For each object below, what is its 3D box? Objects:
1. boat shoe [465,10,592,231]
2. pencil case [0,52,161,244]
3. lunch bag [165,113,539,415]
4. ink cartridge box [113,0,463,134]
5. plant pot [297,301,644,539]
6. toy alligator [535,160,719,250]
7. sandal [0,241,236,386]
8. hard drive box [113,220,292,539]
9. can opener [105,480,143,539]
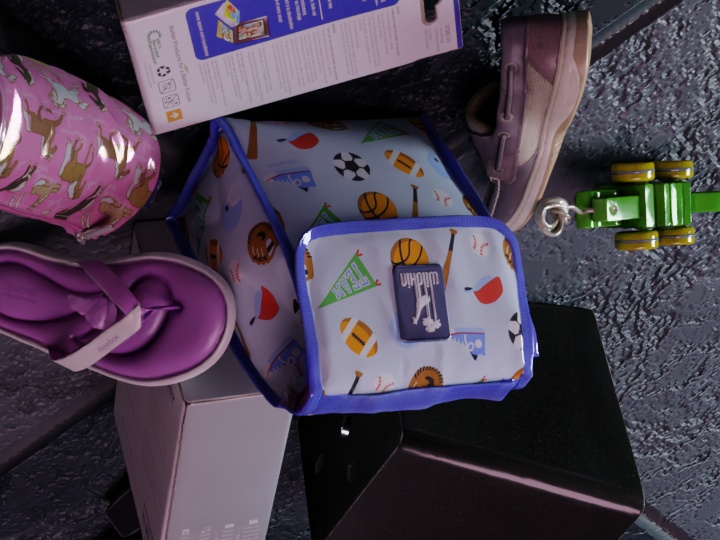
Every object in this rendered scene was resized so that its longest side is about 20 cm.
[{"bbox_3d":[0.100,-0.099,1.225,0.064,0.072,0.200,12,149,-2],"label":"boat shoe"},{"bbox_3d":[-0.186,-0.070,1.058,0.083,0.087,0.200,-41,162,11],"label":"pencil case"},{"bbox_3d":[0.000,0.000,1.170,0.169,0.200,0.124,-3,139,-31],"label":"lunch bag"},{"bbox_3d":[-0.040,-0.148,1.127,0.199,0.037,0.095,-15,140,-4],"label":"ink cartridge box"},{"bbox_3d":[0.065,0.136,1.390,0.177,0.200,0.200,18,128,-25],"label":"plant pot"},{"bbox_3d":[0.176,-0.044,1.315,0.199,0.060,0.054,-6,-175,-40],"label":"toy alligator"},{"bbox_3d":[-0.168,0.028,1.166,0.202,0.083,0.050,5,-175,30],"label":"sandal"},{"bbox_3d":[-0.109,0.088,1.274,0.076,0.156,0.201,-6,140,-18],"label":"hard drive box"},{"bbox_3d":[-0.178,0.220,1.485,0.200,0.079,0.063,-46,174,32],"label":"can opener"}]
